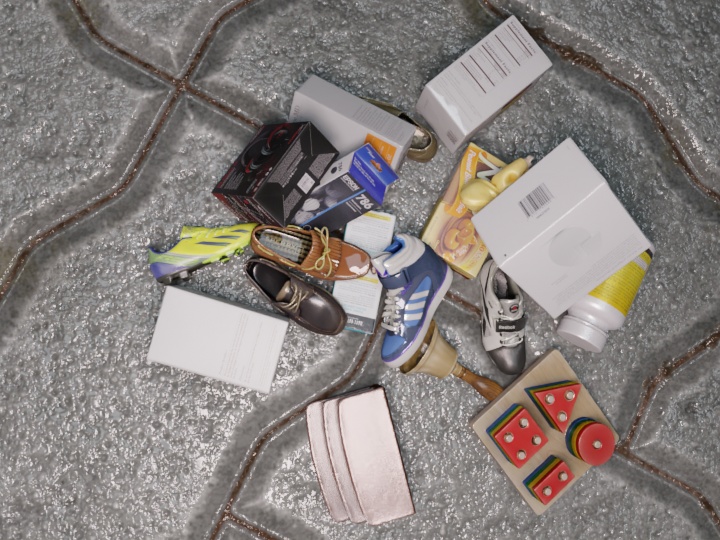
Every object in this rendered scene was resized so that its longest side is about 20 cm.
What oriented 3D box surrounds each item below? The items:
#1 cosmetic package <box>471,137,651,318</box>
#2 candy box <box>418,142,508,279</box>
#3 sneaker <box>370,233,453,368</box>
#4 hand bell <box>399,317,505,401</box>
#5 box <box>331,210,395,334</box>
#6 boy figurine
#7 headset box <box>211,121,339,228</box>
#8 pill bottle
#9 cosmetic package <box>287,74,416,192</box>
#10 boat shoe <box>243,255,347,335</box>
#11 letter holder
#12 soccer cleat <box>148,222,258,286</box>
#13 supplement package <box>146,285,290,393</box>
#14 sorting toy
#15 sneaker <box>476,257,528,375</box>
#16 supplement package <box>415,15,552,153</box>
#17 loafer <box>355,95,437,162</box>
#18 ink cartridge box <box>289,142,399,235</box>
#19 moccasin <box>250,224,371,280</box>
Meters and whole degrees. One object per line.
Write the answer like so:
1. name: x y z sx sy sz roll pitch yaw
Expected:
1. cosmetic package: 0.318 -0.061 1.227 0.199 0.124 0.199 -39 133 16
2. candy box: 0.188 -0.101 1.330 0.114 0.055 0.203 29 81 -5
3. sneaker: 0.052 0.039 1.258 0.146 0.080 0.202 34 84 -28
4. hand bell: 0.173 0.174 1.299 0.198 0.104 0.105 32 82 -14
5. box: 0.000 0.000 1.303 0.081 0.049 0.204 13 83 -4
6. boy figurine: 0.259 -0.124 1.283 0.196 0.065 0.127 -11 115 -8
7. headset box: -0.142 -0.153 1.222 0.075 0.199 0.150 42 76 -28
8. pill bottle: 0.412 0.031 1.315 0.110 0.111 0.203 27 81 -3
9. cosmetic package: -0.019 -0.225 1.273 0.197 0.102 0.072 28 44 7
10. boat shoe: -0.113 0.044 1.249 0.198 0.073 0.075 30 97 16
11. letter holder: -0.008 0.302 1.249 0.139 0.101 0.204 -14 86 -6
12. soccer cleat: -0.255 -0.045 1.272 0.197 0.065 0.085 -24 85 -8
13. supplement package: -0.221 0.106 1.230 0.196 0.117 0.119 17 89 -4
14. sorting toy: 0.319 0.273 1.287 0.198 0.070 0.201 -39 99 -9
15. sneaker: 0.242 0.078 1.305 0.073 0.088 0.204 -13 87 -9
16. supplement package: 0.208 -0.316 1.325 0.199 0.114 0.110 -39 88 -8
17. loafer: 0.046 -0.251 1.323 0.196 0.067 0.077 20 82 -4
18. ink cartridge box: -0.040 -0.119 1.242 0.198 0.099 0.040 -29 46 24
19. moccasin: -0.078 -0.034 1.236 0.198 0.078 0.075 21 83 -5
